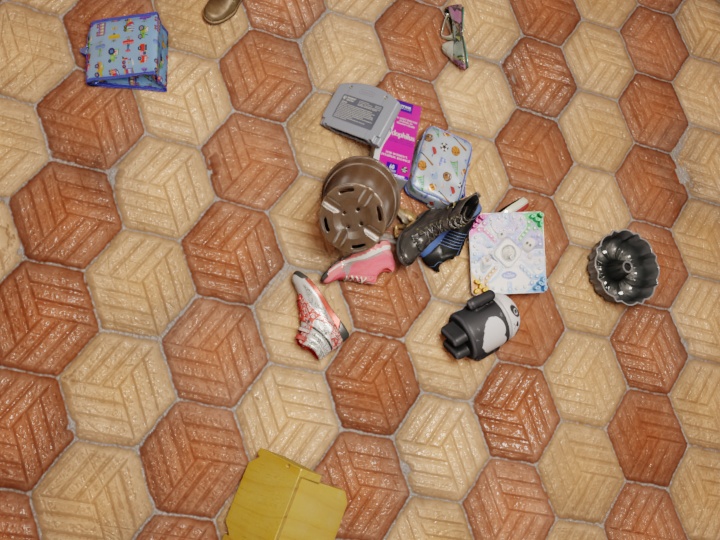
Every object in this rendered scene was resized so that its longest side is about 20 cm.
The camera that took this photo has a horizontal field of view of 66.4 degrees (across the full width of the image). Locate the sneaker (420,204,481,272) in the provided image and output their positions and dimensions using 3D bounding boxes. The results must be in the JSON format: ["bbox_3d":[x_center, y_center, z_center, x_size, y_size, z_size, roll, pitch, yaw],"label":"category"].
[{"bbox_3d":[0.235,-0.083,1.369,0.078,0.070,0.199,43,108,-13],"label":"sneaker"}]

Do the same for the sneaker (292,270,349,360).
[{"bbox_3d":[-0.123,0.108,1.282,0.107,0.067,0.203,-38,92,-19],"label":"sneaker"}]

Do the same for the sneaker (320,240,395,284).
[{"bbox_3d":[0.000,0.000,1.327,0.196,0.074,0.089,-24,86,-16],"label":"sneaker"}]

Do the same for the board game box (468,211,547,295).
[{"bbox_3d":[0.372,-0.044,1.383,0.194,0.026,0.207,-2,88,-4],"label":"board game box"}]

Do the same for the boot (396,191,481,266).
[{"bbox_3d":[0.182,-0.102,1.285,0.069,0.172,0.202,46,59,-19],"label":"boot"}]

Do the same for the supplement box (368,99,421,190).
[{"bbox_3d":[0.080,-0.314,1.391,0.098,0.103,0.206,13,75,-8],"label":"supplement box"}]

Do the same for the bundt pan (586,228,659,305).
[{"bbox_3d":[0.694,-0.003,1.478,0.196,0.076,0.208,2,80,-12],"label":"bundt pan"}]

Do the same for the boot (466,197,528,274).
[{"bbox_3d":[0.389,-0.082,1.432,0.199,0.072,0.145,-41,90,-8],"label":"boot"}]

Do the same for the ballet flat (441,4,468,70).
[{"bbox_3d":[0.257,-0.639,1.516,0.069,0.069,0.206,-3,75,6],"label":"ballet flat"}]

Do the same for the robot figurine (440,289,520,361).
[{"bbox_3d":[0.294,0.137,1.337,0.196,0.151,0.127,-25,72,-15],"label":"robot figurine"}]

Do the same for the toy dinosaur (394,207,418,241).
[{"bbox_3d":[0.113,-0.133,1.384,0.197,0.060,0.109,27,70,-30],"label":"toy dinosaur"}]

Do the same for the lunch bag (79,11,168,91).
[{"bbox_3d":[-0.565,-0.515,1.302,0.194,0.094,0.155,-1,82,-3],"label":"lunch bag"}]

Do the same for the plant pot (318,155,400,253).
[{"bbox_3d":[-0.010,-0.142,1.248,0.194,0.199,0.206,2,110,6],"label":"plant pot"}]

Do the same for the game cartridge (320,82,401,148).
[{"bbox_3d":[0.003,-0.390,1.359,0.197,0.041,0.135,28,83,33],"label":"game cartridge"}]

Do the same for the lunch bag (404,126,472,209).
[{"bbox_3d":[0.205,-0.256,1.422,0.157,0.076,0.205,21,75,-10],"label":"lunch bag"}]

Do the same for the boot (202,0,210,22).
[{"bbox_3d":[-0.326,-0.708,1.391,0.073,0.075,0.201,40,75,-4],"label":"boot"}]

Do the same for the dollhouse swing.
[{"bbox_3d":[-0.159,0.530,1.211,0.178,0.176,0.205,12,73,33],"label":"dollhouse swing"}]
